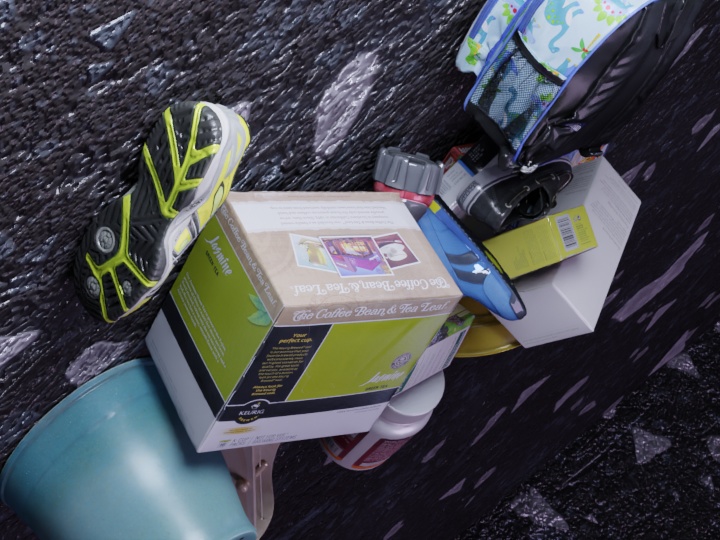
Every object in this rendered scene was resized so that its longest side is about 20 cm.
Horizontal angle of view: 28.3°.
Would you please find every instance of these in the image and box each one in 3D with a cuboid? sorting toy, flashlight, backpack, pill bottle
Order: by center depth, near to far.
[{"bbox_3d":[0.193,-0.209,1.285,0.182,0.147,0.200,-19,154,-50],"label":"backpack"},{"bbox_3d":[0.026,-0.014,1.371,0.067,0.068,0.202,4,105,-43],"label":"flashlight"},{"bbox_3d":[-0.116,0.162,1.549,0.180,0.106,0.201,-50,155,-38],"label":"sorting toy"},{"bbox_3d":[0.024,0.164,1.754,0.114,0.115,0.200,-32,171,-30],"label":"pill bottle"}]

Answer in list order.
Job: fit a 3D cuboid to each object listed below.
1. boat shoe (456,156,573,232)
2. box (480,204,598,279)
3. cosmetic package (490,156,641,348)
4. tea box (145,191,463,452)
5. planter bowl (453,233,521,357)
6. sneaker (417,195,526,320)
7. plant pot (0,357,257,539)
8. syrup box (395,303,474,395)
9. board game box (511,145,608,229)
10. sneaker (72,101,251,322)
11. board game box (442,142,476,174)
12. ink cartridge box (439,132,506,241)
[{"bbox_3d":[0.173,-0.079,1.497,0.199,0.057,0.069,-19,149,-51],"label":"boat shoe"},{"bbox_3d":[0.151,-0.013,1.522,0.075,0.051,0.199,-18,178,-45],"label":"box"},{"bbox_3d":[0.229,-0.021,1.608,0.107,0.085,0.201,-17,-142,47],"label":"cosmetic package"},{"bbox_3d":[-0.053,0.043,1.266,0.199,0.134,0.197,-2,139,-40],"label":"tea box"},{"bbox_3d":[0.139,0.012,1.689,0.200,0.200,0.084,-33,125,-28],"label":"planter bowl"},{"bbox_3d":[0.084,-0.012,1.442,0.078,0.200,0.066,-43,-168,9],"label":"sneaker"},{"bbox_3d":[-0.202,0.218,1.328,0.200,0.188,0.200,-38,161,-16],"label":"plant pot"},{"bbox_3d":[0.032,0.082,1.552,0.199,0.081,0.079,-23,144,-52],"label":"syrup box"},{"bbox_3d":[0.251,-0.137,1.747,0.135,0.034,0.201,-36,161,-21],"label":"board game box"},{"bbox_3d":[-0.144,-0.037,1.069,0.200,0.076,0.076,-50,160,24],"label":"sneaker"},{"bbox_3d":[0.080,-0.061,1.578,0.103,0.019,0.201,-15,146,-54],"label":"board game box"},{"bbox_3d":[0.133,-0.080,1.559,0.099,0.039,0.200,-45,160,0],"label":"ink cartridge box"}]
